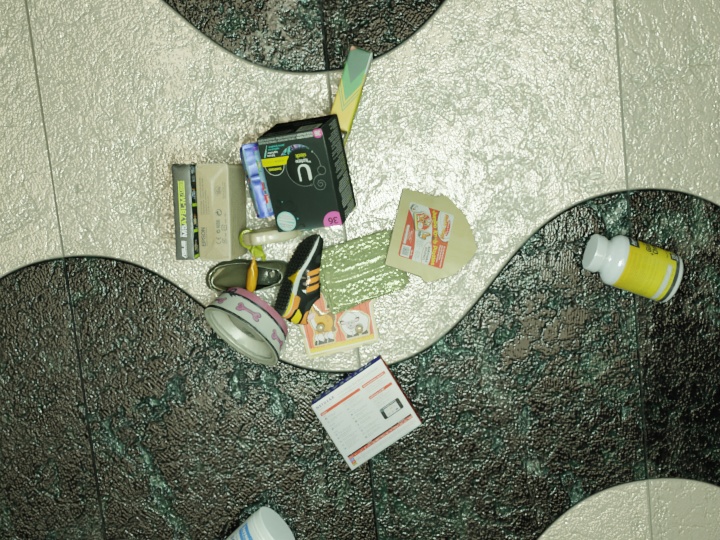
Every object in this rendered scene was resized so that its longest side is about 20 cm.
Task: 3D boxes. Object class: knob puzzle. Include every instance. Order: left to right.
[{"bbox_3d":[-0.060,0.086,1.785,0.214,0.030,0.226,0,96,1],"label":"knob puzzle"},{"bbox_3d":[0.165,-0.070,1.752,0.214,0.030,0.226,2,81,-11],"label":"knob puzzle"}]

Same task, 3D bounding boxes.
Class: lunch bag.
[{"bbox_3d":[-0.207,-0.193,1.669,0.092,0.200,0.154,-12,96,1],"label":"lunch bag"}]

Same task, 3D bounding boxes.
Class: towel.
[{"bbox_3d":[0.000,0.000,1.757,0.196,0.037,0.152,-20,81,0],"label":"towel"}]

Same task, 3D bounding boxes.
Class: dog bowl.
[{"bbox_3d":[-0.244,0.118,1.715,0.198,0.200,0.074,36,63,-3],"label":"dog bowl"}]

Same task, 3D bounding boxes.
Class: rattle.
[{"bbox_3d":[-0.161,-0.043,1.714,0.197,0.129,0.146,-11,82,-36],"label":"rattle"}]

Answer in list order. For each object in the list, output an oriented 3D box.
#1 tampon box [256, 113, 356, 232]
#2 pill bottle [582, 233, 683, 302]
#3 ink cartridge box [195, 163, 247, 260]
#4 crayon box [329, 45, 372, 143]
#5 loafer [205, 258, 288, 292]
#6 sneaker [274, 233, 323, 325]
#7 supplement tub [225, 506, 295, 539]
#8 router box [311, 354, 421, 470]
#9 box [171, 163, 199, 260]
[{"bbox_3d":[-0.108,-0.200,1.615,0.146,0.127,0.205,-6,111,18],"label":"tampon box"},{"bbox_3d":[0.602,-0.011,1.732,0.196,0.112,0.115,18,96,-2],"label":"pill bottle"},{"bbox_3d":[-0.299,-0.129,1.694,0.073,0.165,0.206,-1,96,4],"label":"ink cartridge box"},{"bbox_3d":[-0.027,-0.370,1.686,0.050,0.127,0.205,17,95,-2],"label":"crayon box"},{"bbox_3d":[-0.255,0.011,1.756,0.195,0.070,0.077,-8,96,1],"label":"loafer"},{"bbox_3d":[-0.118,0.022,1.733,0.089,0.069,0.204,31,75,-35],"label":"sneaker"},{"bbox_3d":[-0.259,0.661,1.798,0.200,0.132,0.132,-44,95,4],"label":"supplement tub"},{"bbox_3d":[0.014,0.327,1.801,0.198,0.049,0.182,-32,95,3],"label":"router box"},{"bbox_3d":[-0.364,-0.129,1.677,0.046,0.200,0.199,0,97,-2],"label":"box"}]
